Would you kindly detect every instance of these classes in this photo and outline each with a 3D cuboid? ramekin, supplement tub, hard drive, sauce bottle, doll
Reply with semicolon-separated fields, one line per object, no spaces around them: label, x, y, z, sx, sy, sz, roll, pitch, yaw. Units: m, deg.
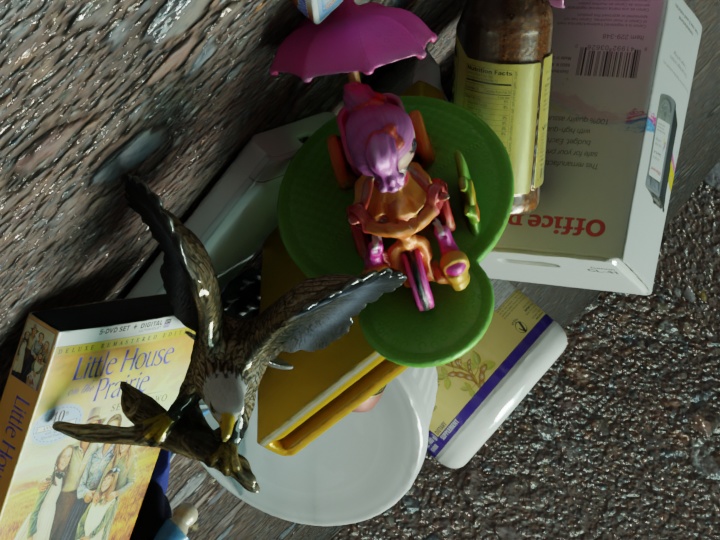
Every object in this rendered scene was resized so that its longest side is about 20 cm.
ramekin;-0.035;0.085;1.909;0.202;0.202;0.094;-52;-178;36
supplement tub;0.047;0.042;2.002;0.145;0.200;0.145;-49;176;-5
hard drive;-0.096;-0.017;1.679;0.200;0.027;0.132;-49;171;23
sauce bottle;0.092;-0.137;1.625;0.066;0.066;0.200;-30;128;-60
doll;-0.167;0.169;1.718;0.136;0.048;0.200;-22;-133;30

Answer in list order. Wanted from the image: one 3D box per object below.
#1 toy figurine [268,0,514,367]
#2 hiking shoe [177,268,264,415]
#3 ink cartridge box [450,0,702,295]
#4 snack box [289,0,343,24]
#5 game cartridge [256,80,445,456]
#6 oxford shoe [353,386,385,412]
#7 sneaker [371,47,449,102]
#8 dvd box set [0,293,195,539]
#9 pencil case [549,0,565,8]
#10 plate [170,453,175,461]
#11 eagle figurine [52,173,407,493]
toy figurine;0.009;-0.069;1.486;0.150;0.200;0.184;-16;147;4
hiking shoe;-0.099;0.055;1.724;0.087;0.074;0.200;-34;174;33
ink cartridge box;0.139;-0.094;1.726;0.086;0.148;0.200;35;64;-61
snack box;0.037;-0.219;1.394;0.200;0.024;0.072;-45;172;-7
game cartridge;-0.004;-0.002;1.651;0.176;0.032;0.200;-39;-144;37
oxford shoe;0.000;0.000;1.738;0.070;0.200;0.075;12;135;-27
sneaker;0.047;-0.098;1.781;0.075;0.087;0.200;-44;170;-1
dvd box set;-0.177;0.113;1.574;0.146;0.029;0.200;-7;122;-56
pencil case;0.181;-0.261;1.673;0.200;0.091;0.094;-40;134;-23
plate;-0.197;0.158;1.844;0.200;0.026;0.200;-42;-167;12
eagle figurine;-0.073;0.036;1.470;0.152;0.151;0.200;-9;132;-36
